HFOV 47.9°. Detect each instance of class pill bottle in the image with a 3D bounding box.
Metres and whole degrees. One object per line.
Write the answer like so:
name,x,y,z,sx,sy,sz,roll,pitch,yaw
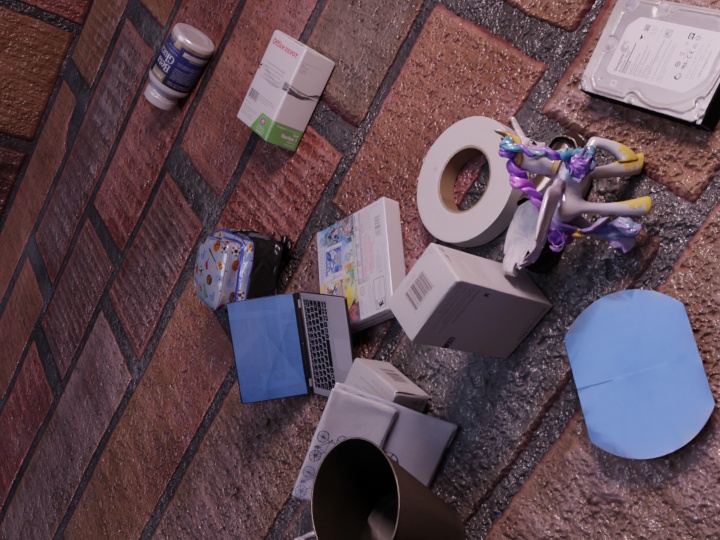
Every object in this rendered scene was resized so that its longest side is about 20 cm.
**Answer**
pill bottle,-0.458,-0.503,2.020,0.200,0.111,0.111,-51,46,26

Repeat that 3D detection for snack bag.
snack bag,0.021,0.279,1.190,0.021,0.199,0.189,-100,31,-76

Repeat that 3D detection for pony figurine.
pony figurine,0.254,-0.086,1.014,0.167,0.199,0.194,134,145,-83

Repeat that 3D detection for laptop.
laptop,-0.116,0.140,1.384,0.200,0.116,0.188,5,106,49

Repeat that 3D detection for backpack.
backpack,-0.245,0.005,1.604,0.190,0.154,0.201,23,99,60

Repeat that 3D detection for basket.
basket,0.046,0.341,1.102,0.136,0.200,0.181,-33,46,17

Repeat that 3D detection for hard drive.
hard drive,0.388,-0.270,1.036,0.200,0.038,0.140,37,106,49

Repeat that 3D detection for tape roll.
tape roll,0.169,-0.136,1.247,0.202,0.037,0.204,-18,66,46

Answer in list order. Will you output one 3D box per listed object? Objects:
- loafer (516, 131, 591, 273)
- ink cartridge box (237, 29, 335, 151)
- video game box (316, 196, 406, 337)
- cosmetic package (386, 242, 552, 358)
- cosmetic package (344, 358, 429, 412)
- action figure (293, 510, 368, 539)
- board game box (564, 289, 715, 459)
loafer,0.257,-0.097,1.107,0.073,0.071,0.201,18,93,50
ink cartridge box,-0.153,-0.367,1.649,0.146,0.084,0.200,44,111,46
video game box,0.000,0.000,1.394,0.182,0.047,0.201,-23,62,42
cosmetic package,0.149,0.045,1.091,0.113,0.200,0.081,-56,43,25
cosmetic package,0.011,0.252,1.267,0.113,0.081,0.201,34,104,46
action figure,-0.017,0.437,1.195,0.134,0.149,0.201,37,111,45
board game box,0.339,0.124,0.976,0.158,0.039,0.201,-26,65,36
